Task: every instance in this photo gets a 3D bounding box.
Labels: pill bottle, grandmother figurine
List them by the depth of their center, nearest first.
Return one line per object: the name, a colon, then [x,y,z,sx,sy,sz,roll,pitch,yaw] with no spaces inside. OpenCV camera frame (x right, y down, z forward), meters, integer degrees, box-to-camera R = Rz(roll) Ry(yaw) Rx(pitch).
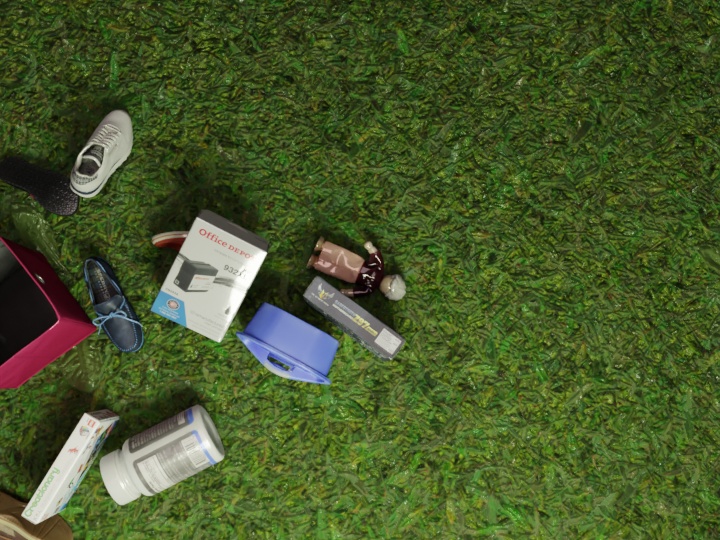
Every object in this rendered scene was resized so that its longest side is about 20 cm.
pill bottle: [-0.363,0.340,1.290,0.200,0.114,0.114,-26,84,-6]
grandmother figurine: [0.000,0.000,1.390,0.200,0.061,0.121,26,109,-2]

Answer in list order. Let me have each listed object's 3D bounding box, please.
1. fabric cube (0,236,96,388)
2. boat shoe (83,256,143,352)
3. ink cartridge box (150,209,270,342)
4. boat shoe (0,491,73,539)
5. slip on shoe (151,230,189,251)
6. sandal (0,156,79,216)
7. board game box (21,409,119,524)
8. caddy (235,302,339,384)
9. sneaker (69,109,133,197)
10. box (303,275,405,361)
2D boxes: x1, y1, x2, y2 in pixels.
fabric cube: [-0.638,0.082,1.271,0.200,0.199,0.196,-38,84,-7]
boat shoe: [-0.486,0.068,1.345,0.084,0.069,0.200,-32,85,-7]
ink cartridge box: [-0.278,0.009,1.314,0.145,0.084,0.200,27,102,-11]
boat shoe: [-0.628,0.471,1.288,0.200,0.072,0.072,26,112,-9]
slip on shoe: [-0.307,-0.040,1.372,0.200,0.074,0.061,9,84,-6]
sandal: [-0.628,-0.166,1.392,0.200,0.045,0.075,28,75,16]
board game box: [-0.520,0.349,1.274,0.035,0.126,0.200,30,81,1]
caddy: [-0.134,0.147,1.317,0.200,0.141,0.105,28,76,2]
sneaker: [-0.498,-0.238,1.367,0.076,0.081,0.200,20,64,-8]
box: [-0.014,0.094,1.321,0.200,0.158,0.051,37,81,4]
